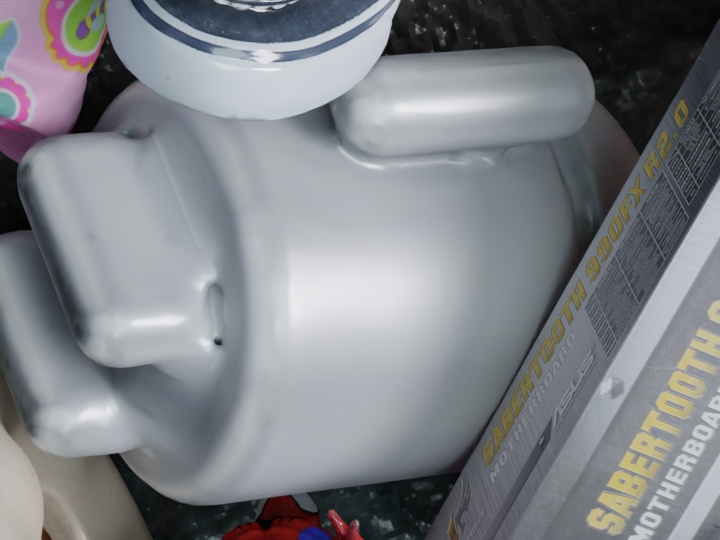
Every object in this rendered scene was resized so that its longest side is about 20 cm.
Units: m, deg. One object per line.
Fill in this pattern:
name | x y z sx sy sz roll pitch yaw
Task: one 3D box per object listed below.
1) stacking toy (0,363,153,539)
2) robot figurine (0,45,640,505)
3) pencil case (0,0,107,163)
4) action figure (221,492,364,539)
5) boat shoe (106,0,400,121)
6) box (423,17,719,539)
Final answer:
stacking toy | -0.153 0.116 0.765 0.199 0.146 0.147 -25 109 8
robot figurine | 0.000 0.000 0.764 0.199 0.170 0.113 -4 59 -32
pencil case | -0.074 -0.129 0.741 0.087 0.087 0.201 25 94 -21
action figure | -0.026 0.090 0.713 0.065 0.200 0.052 -12 98 5
boat shoe | -0.003 -0.122 0.707 0.071 0.201 0.091 23 130 7
box | 0.122 0.044 0.725 0.158 0.048 0.201 21 112 -17
